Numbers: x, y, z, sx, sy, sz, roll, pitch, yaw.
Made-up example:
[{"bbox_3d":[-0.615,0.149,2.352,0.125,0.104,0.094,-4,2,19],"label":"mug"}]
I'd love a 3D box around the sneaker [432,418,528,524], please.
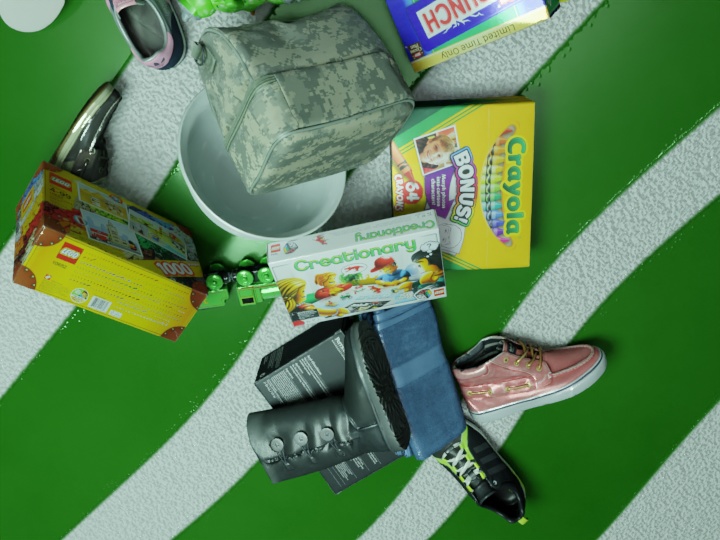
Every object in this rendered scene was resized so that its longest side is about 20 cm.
[{"bbox_3d":[0.167,0.279,1.032,0.199,0.083,0.072,40,105,-13],"label":"sneaker"}]

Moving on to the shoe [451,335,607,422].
[{"bbox_3d":[0.222,0.127,0.983,0.197,0.072,0.092,-24,114,13],"label":"shoe"}]

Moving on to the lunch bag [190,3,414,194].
[{"bbox_3d":[-0.062,-0.196,0.790,0.198,0.139,0.170,-22,78,-32],"label":"lunch bag"}]

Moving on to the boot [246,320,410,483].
[{"bbox_3d":[-0.055,0.166,0.921,0.197,0.065,0.168,-18,92,25],"label":"boot"}]

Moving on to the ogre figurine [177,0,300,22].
[{"bbox_3d":[-0.141,-0.343,0.805,0.196,0.098,0.123,-9,99,-9],"label":"ogre figurine"}]

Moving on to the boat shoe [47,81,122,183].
[{"bbox_3d":[-0.337,-0.132,0.898,0.065,0.072,0.202,32,108,-22],"label":"boat shoe"}]

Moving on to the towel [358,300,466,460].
[{"bbox_3d":[0.069,0.132,0.959,0.110,0.048,0.204,-19,93,-37],"label":"towel"}]

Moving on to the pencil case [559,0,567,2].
[{"bbox_3d":[0.210,-0.394,0.790,0.087,0.089,0.204,-11,111,4],"label":"pencil case"}]

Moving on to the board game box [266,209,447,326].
[{"bbox_3d":[0.000,0.000,0.872,0.196,0.035,0.127,-12,140,4],"label":"board game box"}]

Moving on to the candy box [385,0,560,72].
[{"bbox_3d":[0.099,-0.338,0.782,0.167,0.077,0.203,-14,112,34],"label":"candy box"}]

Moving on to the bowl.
[{"bbox_3d":[-0.122,-0.117,0.867,0.197,0.090,0.205,8,70,-22],"label":"bowl"}]

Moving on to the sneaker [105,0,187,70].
[{"bbox_3d":[-0.258,-0.320,0.819,0.069,0.082,0.202,-25,107,10],"label":"sneaker"}]

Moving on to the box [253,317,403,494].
[{"bbox_3d":[-0.028,0.178,1.000,0.140,0.079,0.202,-30,107,13],"label":"box"}]

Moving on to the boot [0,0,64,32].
[{"bbox_3d":[-0.352,-0.367,0.816,0.072,0.092,0.200,12,139,-32],"label":"boot"}]

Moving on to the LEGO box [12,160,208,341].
[{"bbox_3d":[-0.289,-0.020,0.855,0.198,0.150,0.078,27,110,-36],"label":"LEGO box"}]

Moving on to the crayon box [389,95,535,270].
[{"bbox_3d":[0.122,-0.104,0.907,0.169,0.058,0.204,-3,110,1],"label":"crayon box"}]

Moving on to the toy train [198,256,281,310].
[{"bbox_3d":[-0.136,0.016,0.963,0.196,0.042,0.057,-7,120,3],"label":"toy train"}]
